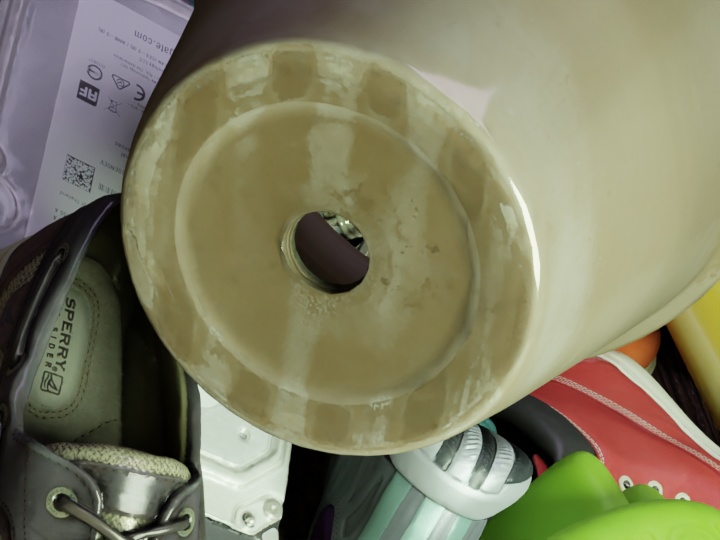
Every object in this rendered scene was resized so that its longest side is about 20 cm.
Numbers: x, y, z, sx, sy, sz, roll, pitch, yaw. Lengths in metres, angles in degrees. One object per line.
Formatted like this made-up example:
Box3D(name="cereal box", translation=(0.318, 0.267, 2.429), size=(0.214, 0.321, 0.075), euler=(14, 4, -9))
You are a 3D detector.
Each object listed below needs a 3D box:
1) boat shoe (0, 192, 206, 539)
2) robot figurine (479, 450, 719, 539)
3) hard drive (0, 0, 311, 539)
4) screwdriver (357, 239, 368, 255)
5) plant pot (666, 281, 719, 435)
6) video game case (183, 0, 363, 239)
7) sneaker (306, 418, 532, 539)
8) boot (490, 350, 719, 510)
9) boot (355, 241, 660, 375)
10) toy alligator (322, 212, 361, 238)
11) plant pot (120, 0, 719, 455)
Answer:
Box3D(name="boat shoe", translation=(-0.076, 0.066, 0.527), size=(0.072, 0.065, 0.200), euler=(17, 50, -29))
Box3D(name="robot figurine", translation=(0.103, 0.156, 0.620), size=(0.175, 0.116, 0.200), euler=(32, 22, -47))
Box3D(name="hard drive", translation=(-0.081, -0.012, 0.653), size=(0.140, 0.038, 0.200), euler=(27, 50, -26))
Box3D(name="screwdriver", translation=(0.000, 0.000, 0.804), size=(0.029, 0.028, 0.200), euler=(61, 34, -16))
Box3D(name="plant pot", translation=(0.233, 0.023, 0.900), size=(0.189, 0.201, 0.201), euler=(52, 22, -7))
Box3D(name="video game case", translation=(-0.044, -0.085, 0.946), size=(0.182, 0.024, 0.200), euler=(49, 25, 21))
Box3D(name="sneaker", translation=(0.003, 0.079, 0.689), size=(0.074, 0.088, 0.200), euler=(32, 0, -2))
Box3D(name="boot", translation=(0.129, 0.114, 0.797), size=(0.200, 0.072, 0.144), euler=(40, 22, 20))
Box3D(name="boot", translation=(0.094, 0.001, 0.899), size=(0.200, 0.107, 0.075), euler=(17, 30, -45))
Box3D(name="toy alligator", translation=(-0.063, -0.021, 0.774), size=(0.054, 0.059, 0.200), euler=(5, 7, 29))
Box3D(name="plant pot", translation=(0.018, -0.037, 0.561), size=(0.200, 0.200, 0.174), euler=(40, 33, 0))
